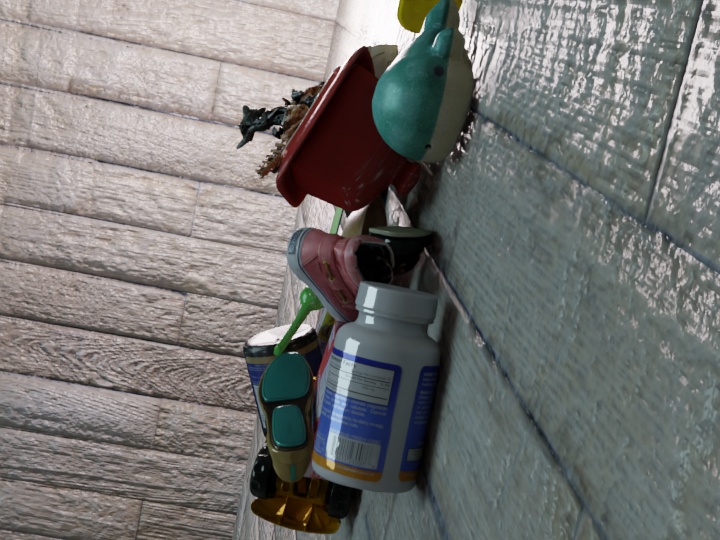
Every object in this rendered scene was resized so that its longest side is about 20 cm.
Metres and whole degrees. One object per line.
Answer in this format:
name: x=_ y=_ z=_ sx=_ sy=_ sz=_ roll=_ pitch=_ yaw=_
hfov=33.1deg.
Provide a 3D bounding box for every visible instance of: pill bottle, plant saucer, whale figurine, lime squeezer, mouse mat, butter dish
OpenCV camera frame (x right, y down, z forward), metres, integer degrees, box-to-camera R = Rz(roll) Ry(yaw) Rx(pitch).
pill bottle: x=-0.099 y=0.189 z=1.783 sx=0.112 sy=0.112 sz=0.200 roll=-119 pitch=16 yaw=-78
plant saucer: x=0.000 y=0.000 z=1.579 sx=0.200 sy=0.035 sz=0.201 roll=4 pitch=-90 yaw=-77
pill bottle: x=0.021 y=0.116 z=1.237 sx=0.112 sy=0.112 sz=0.200 roll=-151 pitch=72 yaw=-82
whale figurine: x=0.069 y=-0.218 z=1.363 sx=0.159 sy=0.104 sz=0.200 roll=112 pitch=167 yaw=-57
lime squeezer: x=-0.047 y=0.045 z=1.570 sx=0.200 sy=0.038 sz=0.071 roll=-31 pitch=-59 yaw=-56
mouse mat: x=-0.036 y=-0.085 z=1.921 sx=0.200 sy=0.008 sz=0.161 roll=-124 pitch=49 yaw=-83
butter dish: x=0.005 y=-0.144 z=1.474 sx=0.200 sy=0.148 sz=0.200 roll=-59 pitch=-7 yaw=-3

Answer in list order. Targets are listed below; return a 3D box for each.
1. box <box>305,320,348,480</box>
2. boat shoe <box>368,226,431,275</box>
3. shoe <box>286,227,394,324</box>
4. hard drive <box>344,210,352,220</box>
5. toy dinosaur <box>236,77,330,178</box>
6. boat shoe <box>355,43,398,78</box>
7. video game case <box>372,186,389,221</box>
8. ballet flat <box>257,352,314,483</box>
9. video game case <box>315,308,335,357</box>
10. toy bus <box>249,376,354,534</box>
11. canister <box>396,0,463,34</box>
box: x=-0.007 y=0.162 z=1.442 sx=0.200 sy=0.094 sz=0.103 roll=109 pitch=169 yaw=-49
boat shoe: x=0.041 y=-0.022 z=1.435 sx=0.201 sy=0.074 sz=0.063 roll=166 pitch=109 yaw=-85
shoe: x=0.003 y=0.015 z=1.363 sx=0.200 sy=0.091 sz=0.072 roll=44 pitch=-120 yaw=-52
hard drive: x=-0.007 y=-0.176 z=1.716 sx=0.200 sy=0.038 sz=0.140 roll=-79 pitch=-22 yaw=-58
toy dinosaur: x=-0.089 y=-0.189 z=1.577 sx=0.136 sy=0.200 sz=0.102 roll=-18 pitch=97 yaw=40
boat shoe: x=0.047 y=-0.214 z=1.639 sx=0.071 sy=0.070 sz=0.200 roll=-79 pitch=-21 yaw=-58
video game case: x=0.018 y=-0.176 z=1.699 sx=0.200 sy=0.017 sz=0.143 roll=-79 pitch=-22 yaw=-60
ballet flat: x=-0.088 y=0.174 z=1.431 sx=0.200 sy=0.068 sz=0.063 roll=-92 pitch=0 yaw=-60
video game case: x=-0.031 y=0.010 z=1.845 sx=0.181 sy=0.025 sz=0.200 roll=111 pitch=172 yaw=-46
toy bus: x=-0.057 y=0.240 z=1.662 sx=0.192 sy=0.135 sz=0.200 roll=-7 pitch=-71 yaw=-81
canister: x=0.091 y=-0.411 z=1.535 sx=0.200 sy=0.086 sz=0.149 roll=-90 pitch=12 yaw=-46
